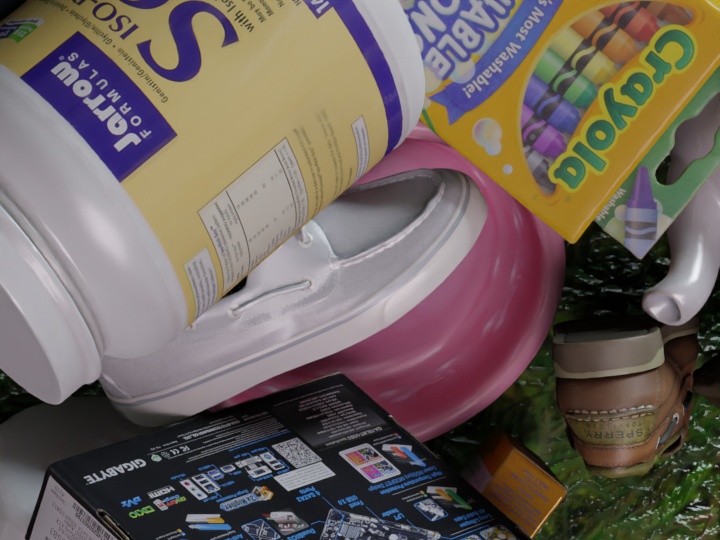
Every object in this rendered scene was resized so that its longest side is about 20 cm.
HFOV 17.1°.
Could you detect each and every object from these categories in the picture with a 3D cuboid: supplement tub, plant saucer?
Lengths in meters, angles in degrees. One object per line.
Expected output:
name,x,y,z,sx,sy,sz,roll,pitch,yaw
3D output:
supplement tub,-0.087,-0.056,0.977,0.200,0.145,0.146,-41,129,-19
plant saucer,0.000,0.000,1.180,0.199,0.051,0.202,-7,126,-10

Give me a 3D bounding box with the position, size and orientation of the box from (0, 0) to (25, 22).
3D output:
box,-0.231,-0.129,0.952,0.200,0.107,0.149,-42,84,16

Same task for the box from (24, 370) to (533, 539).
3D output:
box,-0.014,0.138,1.073,0.199,0.198,0.050,-15,136,-47

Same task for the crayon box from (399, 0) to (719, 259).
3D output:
crayon box,0.083,-0.106,1.070,0.200,0.052,0.126,38,111,0

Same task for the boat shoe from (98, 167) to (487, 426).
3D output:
boat shoe,-0.040,-0.002,1.101,0.199,0.072,0.069,-24,128,14

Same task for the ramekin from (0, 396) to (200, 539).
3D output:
ramekin,-0.108,0.146,1.165,0.199,0.201,0.098,9,115,-21

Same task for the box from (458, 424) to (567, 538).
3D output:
box,0.028,0.174,1.233,0.041,0.119,0.201,35,91,-2

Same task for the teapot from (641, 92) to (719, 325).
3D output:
teapot,0.247,-0.063,1.136,0.196,0.147,0.201,13,124,-21

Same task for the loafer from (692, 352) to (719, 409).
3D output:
loafer,0.213,0.061,1.201,0.076,0.200,0.068,-37,86,7

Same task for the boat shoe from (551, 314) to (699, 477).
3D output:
boat shoe,0.128,0.059,1.174,0.071,0.200,0.069,-6,92,17
